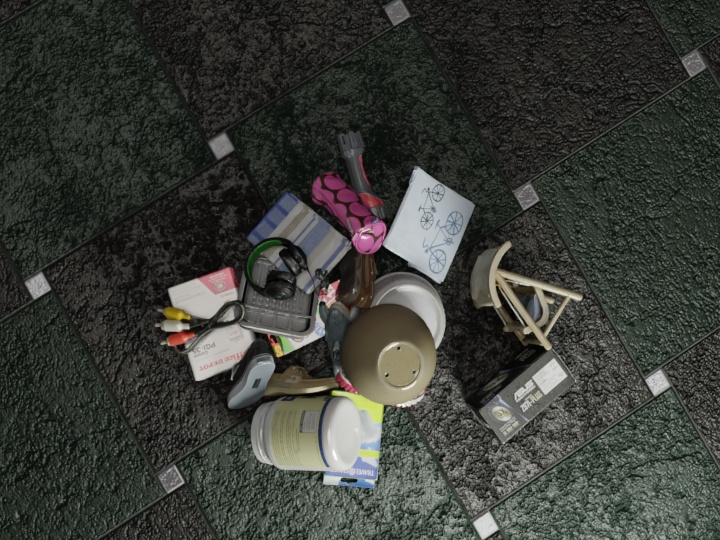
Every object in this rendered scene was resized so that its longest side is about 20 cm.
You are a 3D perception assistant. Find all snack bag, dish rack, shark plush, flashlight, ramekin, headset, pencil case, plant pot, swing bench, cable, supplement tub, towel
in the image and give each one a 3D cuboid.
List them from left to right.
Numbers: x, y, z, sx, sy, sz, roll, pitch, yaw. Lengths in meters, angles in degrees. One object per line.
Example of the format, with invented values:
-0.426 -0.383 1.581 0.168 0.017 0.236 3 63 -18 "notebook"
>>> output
-0.320 0.114 1.570 0.195 0.050 0.100 -8 88 22 "cable"
-0.172 0.056 1.648 0.167 0.044 0.204 10 52 -6 "dish rack"
-0.151 -0.003 1.594 0.196 0.094 0.126 20 69 21 "headset"
-0.131 -0.061 1.676 0.199 0.024 0.147 39 81 18 "towel"
-0.110 0.331 1.597 0.195 0.144 0.150 -5 86 26 "supplement tub"
-0.058 0.151 1.651 0.088 0.084 0.204 12 117 -5 "shark plush"
-0.030 -0.125 1.639 0.092 0.200 0.092 -8 131 -38 "pencil case"
0.007 -0.199 1.706 0.066 0.068 0.205 -15 83 1 "flashlight"
0.066 0.176 1.545 0.194 0.134 0.207 -1 94 -8 "plant pot"
0.090 0.107 1.662 0.196 0.094 0.209 0 92 -8 "ramekin"
0.144 -0.094 1.675 0.198 0.021 0.193 27 86 -35 "snack bag"
0.322 0.052 1.636 0.198 0.199 0.131 35 86 0 "swing bench"

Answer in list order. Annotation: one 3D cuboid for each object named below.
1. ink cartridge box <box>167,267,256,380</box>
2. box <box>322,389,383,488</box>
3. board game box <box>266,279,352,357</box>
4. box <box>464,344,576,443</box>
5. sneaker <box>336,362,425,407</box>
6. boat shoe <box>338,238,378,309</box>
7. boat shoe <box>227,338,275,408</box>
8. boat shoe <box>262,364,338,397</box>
-0.306 0.113 1.659 0.143 0.083 0.205 -18 88 -4 "ink cartridge box"
-0.016 0.361 1.678 0.118 0.048 0.206 5 86 -2 "box"
-0.112 0.104 1.699 0.196 0.030 0.097 -25 89 -1 "board game box"
0.330 0.253 1.643 0.199 0.164 0.087 -39 89 -3 "box"
0.050 0.229 1.648 0.195 0.081 0.076 16 114 -19 "sneaker"
0.000 0.000 1.659 0.071 0.075 0.204 33 46 -27 "boat shoe"
-0.229 0.210 1.592 0.072 0.201 0.069 -4 55 -25 "boat shoe"
-0.142 0.232 1.657 0.194 0.072 0.067 -5 78 15 "boat shoe"
